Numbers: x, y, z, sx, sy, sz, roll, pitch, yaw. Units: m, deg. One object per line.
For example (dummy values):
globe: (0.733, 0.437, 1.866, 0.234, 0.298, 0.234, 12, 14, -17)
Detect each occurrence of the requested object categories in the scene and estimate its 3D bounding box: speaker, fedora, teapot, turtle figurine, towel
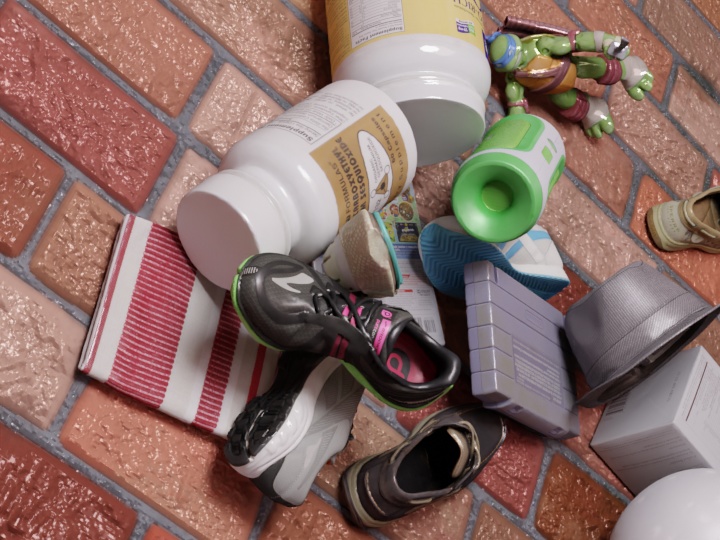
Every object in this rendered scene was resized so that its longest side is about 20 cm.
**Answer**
speaker: (0.137, -0.087, 1.247, 0.089, 0.088, 0.200, 58, 21, -8)
fedora: (0.259, 0.051, 1.313, 0.090, 0.177, 0.200, 54, 1, 15)
teapot: (0.328, 0.293, 1.272, 0.196, 0.146, 0.201, -4, 108, -5)
turtle figurine: (0.227, -0.178, 1.422, 0.193, 0.200, 0.145, 6, 104, -45)
towel: (-0.123, 0.056, 1.094, 0.200, 0.023, 0.145, 29, 56, -30)

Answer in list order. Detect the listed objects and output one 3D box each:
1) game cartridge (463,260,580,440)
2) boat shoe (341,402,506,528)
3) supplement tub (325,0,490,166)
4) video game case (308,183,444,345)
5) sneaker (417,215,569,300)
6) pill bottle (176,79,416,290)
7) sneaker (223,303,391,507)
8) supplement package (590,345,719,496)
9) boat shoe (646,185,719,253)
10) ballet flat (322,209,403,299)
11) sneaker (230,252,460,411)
game cartridge: (0.152, 0.081, 1.284, 0.200, 0.038, 0.130, 31, 56, -54)
boat shoe: (0.072, 0.166, 1.187, 0.200, 0.073, 0.075, -27, 92, -45)
supplement tub: (0.042, -0.212, 1.254, 0.145, 0.145, 0.201, 14, 59, -38)
video game case: (0.003, -0.025, 1.242, 0.143, 0.018, 0.201, 1, 73, -41)
sneaker: (0.118, -0.021, 1.305, 0.200, 0.076, 0.081, 17, 47, -49)
pill bottle: (-0.052, -0.069, 1.119, 0.200, 0.114, 0.115, -38, 100, -42)
sneaker: (-0.031, 0.103, 1.100, 0.079, 0.074, 0.200, 54, 54, -24)
supplement package: (0.350, 0.195, 1.400, 0.200, 0.109, 0.114, 48, 48, -16)
boat shoe: (0.414, -0.060, 1.593, 0.200, 0.063, 0.074, -12, 81, -44)
ballet flat: (0.000, 0.000, 1.102, 0.200, 0.062, 0.068, 65, 4, -79)
sneaker: (-0.006, 0.039, 1.031, 0.200, 0.084, 0.077, 27, 62, -24)
